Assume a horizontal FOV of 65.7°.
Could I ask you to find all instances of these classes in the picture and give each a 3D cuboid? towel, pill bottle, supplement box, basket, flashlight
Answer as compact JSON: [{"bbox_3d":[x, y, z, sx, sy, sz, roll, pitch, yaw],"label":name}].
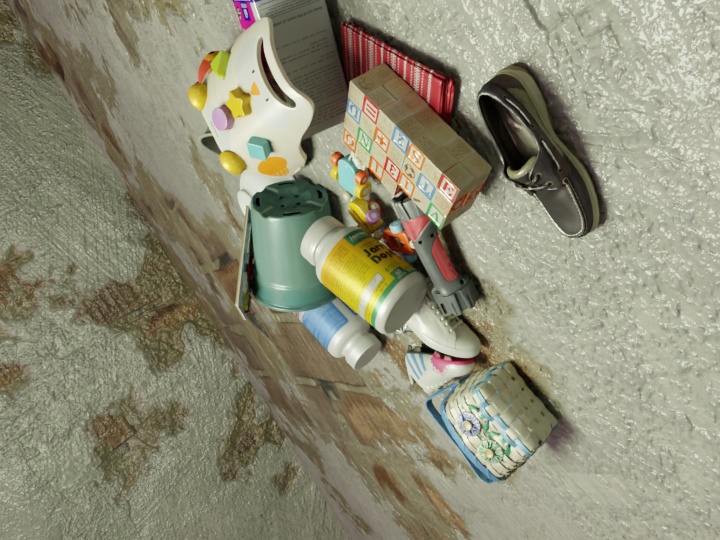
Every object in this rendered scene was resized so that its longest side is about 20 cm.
[{"bbox_3d":[0.046,-0.234,0.750,0.200,0.022,0.145,42,154,30],"label":"towel"},{"bbox_3d":[0.000,0.000,0.894,0.200,0.113,0.113,38,150,25],"label":"pill bottle"},{"bbox_3d":[-0.050,0.121,1.237,0.200,0.112,0.113,45,153,24],"label":"pill bottle"},{"bbox_3d":[-0.094,-0.306,0.802,0.101,0.103,0.201,39,153,53],"label":"supplement box"},{"bbox_3d":[0.203,0.251,0.915,0.177,0.139,0.200,49,146,14],"label":"basket"},{"bbox_3d":[0.117,-0.031,0.826,0.067,0.068,0.201,-6,121,52],"label":"flashlight"}]

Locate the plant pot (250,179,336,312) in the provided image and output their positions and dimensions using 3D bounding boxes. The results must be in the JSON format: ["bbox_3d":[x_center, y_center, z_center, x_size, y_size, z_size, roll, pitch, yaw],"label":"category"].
[{"bbox_3d":[-0.129,-0.057,1.094,0.200,0.199,0.197,34,139,38],"label":"plant pot"}]

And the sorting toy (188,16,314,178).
[{"bbox_3d":[-0.132,-0.231,0.736,0.180,0.106,0.201,-21,98,53],"label":"sorting toy"}]

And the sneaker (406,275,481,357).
[{"bbox_3d":[0.118,0.065,0.922,0.199,0.073,0.085,34,129,20],"label":"sneaker"}]

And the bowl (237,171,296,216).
[{"bbox_3d":[-0.204,-0.150,1.213,0.201,0.090,0.202,42,152,28],"label":"bowl"}]

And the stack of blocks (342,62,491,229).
[{"bbox_3d":[0.064,-0.152,0.719,0.200,0.058,0.115,49,157,17],"label":"stack of blocks"}]

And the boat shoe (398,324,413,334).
[{"bbox_3d":[0.078,0.079,1.008,0.200,0.068,0.072,43,151,20],"label":"boat shoe"}]

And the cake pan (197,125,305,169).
[{"bbox_3d":[-0.196,-0.230,1.029,0.200,0.199,0.037,4,81,59],"label":"cake pan"}]

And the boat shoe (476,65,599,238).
[{"bbox_3d":[0.184,-0.116,0.595,0.201,0.065,0.072,60,153,-10],"label":"boat shoe"}]

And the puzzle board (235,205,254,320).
[{"bbox_3d":[-0.229,-0.011,1.134,0.151,0.017,0.202,114,160,-74],"label":"puzzle board"}]

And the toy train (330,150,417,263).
[{"bbox_3d":[0.031,-0.112,0.890,0.150,0.056,0.201,9,132,56],"label":"toy train"}]

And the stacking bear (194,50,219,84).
[{"bbox_3d":[-0.204,-0.321,0.949,0.199,0.121,0.114,26,149,36],"label":"stacking bear"}]

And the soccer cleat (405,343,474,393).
[{"bbox_3d":[0.143,0.182,1.001,0.200,0.069,0.087,174,93,-70],"label":"soccer cleat"}]
